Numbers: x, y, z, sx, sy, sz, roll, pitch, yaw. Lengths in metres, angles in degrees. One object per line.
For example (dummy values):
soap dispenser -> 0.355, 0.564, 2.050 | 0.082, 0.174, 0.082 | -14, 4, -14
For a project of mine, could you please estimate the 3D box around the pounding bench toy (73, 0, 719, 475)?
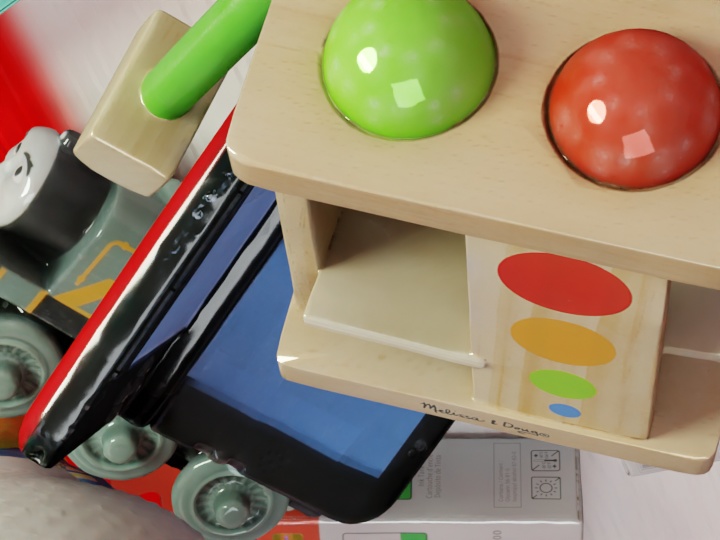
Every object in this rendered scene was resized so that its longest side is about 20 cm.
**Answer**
pounding bench toy -> 0.012, -0.050, 0.636 | 0.200, 0.124, 0.156 | 13, 157, 10

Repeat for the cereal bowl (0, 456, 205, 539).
cereal bowl -> -0.136, 0.119, 0.826 | 0.200, 0.083, 0.200 | -9, 155, -4

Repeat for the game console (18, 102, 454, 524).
game console -> 0.000, 0.000, 0.830 | 0.119, 0.172, 0.200 | 35, 102, 2

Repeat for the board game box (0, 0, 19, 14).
board game box -> -0.186, -0.153, 0.784 | 0.152, 0.045, 0.200 | -30, 125, 26

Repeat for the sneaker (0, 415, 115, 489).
sneaker -> -0.155, 0.092, 0.922 | 0.105, 0.200, 0.076 | 22, 105, 23

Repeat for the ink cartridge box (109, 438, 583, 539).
ink cartridge box -> -0.006, 0.124, 1.036 | 0.200, 0.050, 0.109 | -1, 134, 2

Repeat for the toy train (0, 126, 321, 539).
toy train -> -0.071, 0.022, 0.928 | 0.200, 0.085, 0.114 | 32, 115, -23

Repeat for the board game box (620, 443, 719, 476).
board game box -> 0.133, 0.003, 0.863 | 0.126, 0.035, 0.200 | -12, 144, 13
